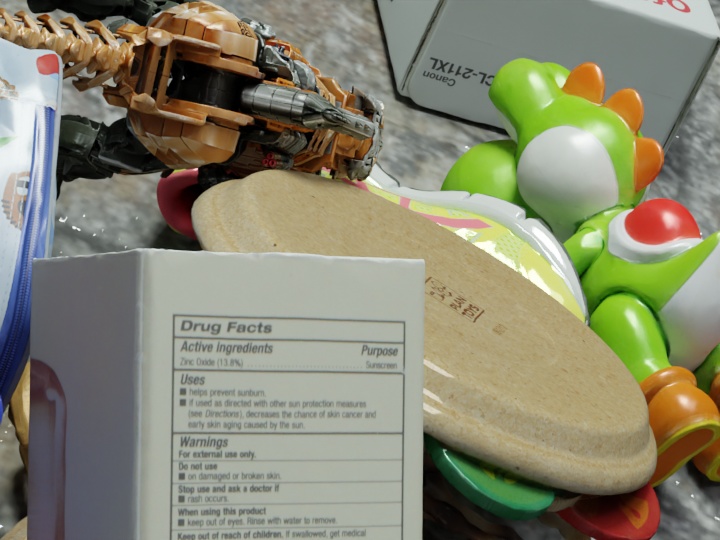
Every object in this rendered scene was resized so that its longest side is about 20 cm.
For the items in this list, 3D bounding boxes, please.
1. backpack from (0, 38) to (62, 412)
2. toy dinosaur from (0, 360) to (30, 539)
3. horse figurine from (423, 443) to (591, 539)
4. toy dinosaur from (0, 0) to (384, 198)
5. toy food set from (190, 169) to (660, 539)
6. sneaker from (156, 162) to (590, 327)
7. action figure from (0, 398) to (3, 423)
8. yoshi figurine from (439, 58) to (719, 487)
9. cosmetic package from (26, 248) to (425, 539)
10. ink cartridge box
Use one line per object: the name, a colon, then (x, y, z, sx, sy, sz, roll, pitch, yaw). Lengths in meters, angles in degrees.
backpack: (-0.183, 0.001, 0.926, 0.153, 0.200, 0.191, 17, 52, -9)
toy dinosaur: (-0.091, 0.082, 0.981, 0.199, 0.061, 0.106, -13, 50, -45)
horse figurine: (0.019, 0.077, 1.050, 0.132, 0.050, 0.200, 34, 16, 20)
toy dinosaur: (-0.072, -0.076, 1.067, 0.135, 0.103, 0.200, 13, -22, 36)
toy food set: (0.023, 0.030, 1.021, 0.197, 0.049, 0.200, 28, 16, -9)
sneaker: (0.000, 0.000, 1.155, 0.199, 0.079, 0.090, 27, 30, 23)
action figure: (-0.149, 0.091, 0.827, 0.098, 0.201, 0.065, -13, 25, -19)
yoshi figurine: (0.097, 0.006, 1.218, 0.111, 0.113, 0.201, -25, 64, -2)
cosmetic package: (-0.043, 0.095, 0.860, 0.103, 0.202, 0.087, 4, -3, -31)
ink cartridge box: (0.086, -0.156, 1.424, 0.145, 0.083, 0.201, 15, 33, -19)
